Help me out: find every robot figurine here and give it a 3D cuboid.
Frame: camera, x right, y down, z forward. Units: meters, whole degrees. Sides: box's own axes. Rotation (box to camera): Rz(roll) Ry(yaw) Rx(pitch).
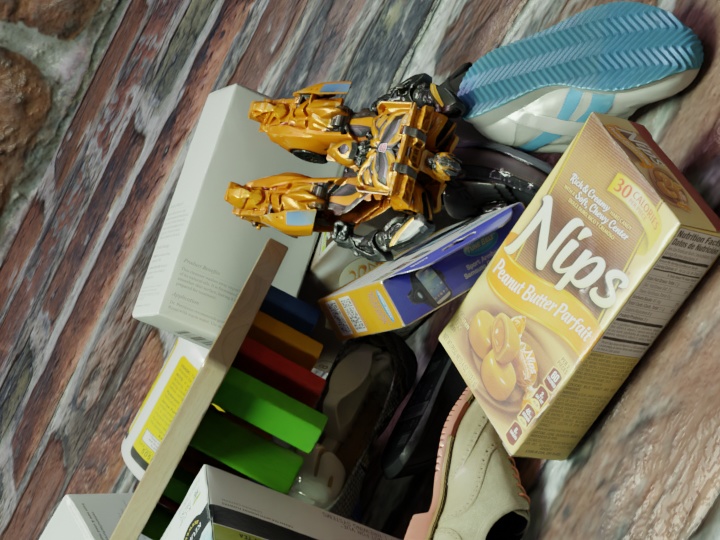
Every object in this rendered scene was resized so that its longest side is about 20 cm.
[{"bbox_3d":[-0.009,-0.080,1.433,0.199,0.058,0.146,2,72,44],"label":"robot figurine"}]

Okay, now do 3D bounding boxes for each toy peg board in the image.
[{"bbox_3d":[-0.088,0.116,1.417,0.201,0.097,0.199,-60,3,28],"label":"toy peg board"}]

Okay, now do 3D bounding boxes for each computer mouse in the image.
[{"bbox_3d":[0.087,0.067,1.404,0.201,0.046,0.140,-64,10,-22],"label":"computer mouse"}]

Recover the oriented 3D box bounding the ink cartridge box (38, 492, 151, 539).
[{"bbox_3d":[-0.183,0.266,1.634,0.086,0.199,0.147,52,122,33],"label":"ink cartridge box"}]

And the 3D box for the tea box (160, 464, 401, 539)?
[{"bbox_3d":[-0.040,0.265,1.289,0.134,0.199,0.197,-59,21,21],"label":"tea box"}]

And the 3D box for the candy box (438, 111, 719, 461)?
[{"bbox_3d":[0.142,0.012,1.254,0.201,0.055,0.116,-58,44,27],"label":"candy box"}]

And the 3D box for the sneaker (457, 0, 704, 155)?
[{"bbox_3d":[0.166,-0.132,1.376,0.199,0.081,0.077,-10,55,44],"label":"sneaker"}]

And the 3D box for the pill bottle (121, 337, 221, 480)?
[{"bbox_3d":[-0.139,0.115,1.837,0.201,0.111,0.111,-60,21,20],"label":"pill bottle"}]

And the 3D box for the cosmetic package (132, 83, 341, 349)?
[{"bbox_3d":[-0.096,-0.037,1.556,0.081,0.112,0.201,-10,59,67],"label":"cosmetic package"}]

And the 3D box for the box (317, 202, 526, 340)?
[{"bbox_3d":[0.050,0.002,1.374,0.119,0.042,0.200,-30,5,-16],"label":"box"}]

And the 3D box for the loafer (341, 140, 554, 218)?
[{"bbox_3d":[0.070,-0.060,1.447,0.199,0.072,0.063,18,65,38],"label":"loafer"}]

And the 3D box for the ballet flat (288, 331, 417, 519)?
[{"bbox_3d":[-0.023,0.126,1.430,0.201,0.072,0.072,-62,17,-19],"label":"ballet flat"}]

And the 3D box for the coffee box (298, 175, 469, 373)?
[{"bbox_3d":[0.000,0.000,1.596,0.200,0.114,0.080,-45,29,46],"label":"coffee box"}]

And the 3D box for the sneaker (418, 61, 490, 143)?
[{"bbox_3d":[0.095,-0.121,1.551,0.091,0.076,0.200,-54,25,6],"label":"sneaker"}]

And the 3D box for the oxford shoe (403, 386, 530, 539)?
[{"bbox_3d":[0.088,0.152,1.307,0.073,0.071,0.201,3,54,27],"label":"oxford shoe"}]

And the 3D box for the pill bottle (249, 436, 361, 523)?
[{"bbox_3d":[-0.055,0.183,1.547,0.112,0.111,0.201,-54,23,32],"label":"pill bottle"}]
